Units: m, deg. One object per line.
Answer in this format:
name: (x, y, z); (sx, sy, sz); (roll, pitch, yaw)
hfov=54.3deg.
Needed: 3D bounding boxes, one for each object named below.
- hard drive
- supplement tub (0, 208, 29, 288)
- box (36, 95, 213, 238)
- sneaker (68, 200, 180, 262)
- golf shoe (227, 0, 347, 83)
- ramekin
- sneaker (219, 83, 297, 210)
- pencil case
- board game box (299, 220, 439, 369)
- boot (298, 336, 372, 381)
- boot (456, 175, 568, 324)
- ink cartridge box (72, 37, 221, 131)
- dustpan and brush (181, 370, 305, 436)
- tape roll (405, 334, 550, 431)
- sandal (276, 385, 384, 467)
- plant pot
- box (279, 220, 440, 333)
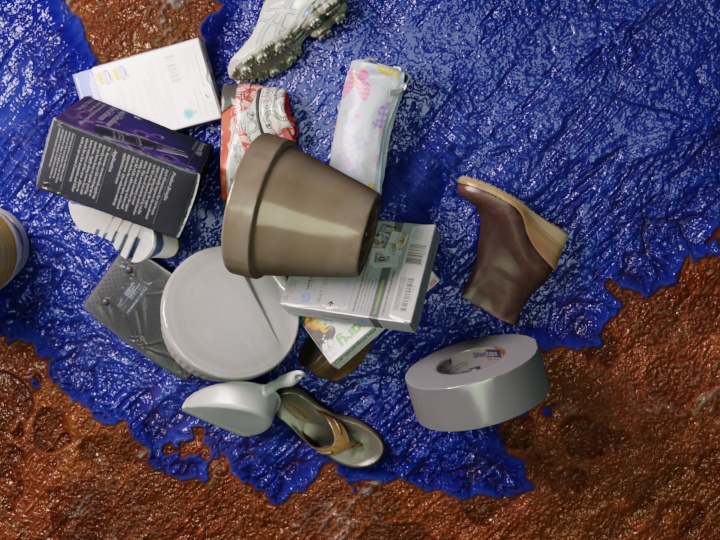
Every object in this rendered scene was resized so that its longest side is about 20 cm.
hard drive: (-0.315, 0.065, 1.101); (0.200, 0.042, 0.135); (37, 99, -5)
supplement tub: (-0.587, -0.025, 1.015); (0.144, 0.200, 0.145); (0, 99, 2)
box: (-0.322, -0.147, 0.985); (0.200, 0.148, 0.104); (19, 112, -14)
sneaker: (-0.342, -0.068, 1.064); (0.199, 0.115, 0.081); (36, 99, 26)
golf shoe: (-0.119, -0.355, 1.022); (0.200, 0.078, 0.097); (-35, 77, 4)
ramekin: (-0.198, 0.071, 1.033); (0.202, 0.094, 0.203); (10, 66, -24)
sneaker: (-0.149, -0.174, 1.044); (0.108, 0.067, 0.202); (1, 99, 1)
pencil case: (0.010, -0.204, 1.025); (0.091, 0.083, 0.200); (17, 101, 14)
board game box: (0.003, 0.034, 1.047); (0.200, 0.035, 0.126); (-42, 58, 2)
boot: (-0.003, 0.090, 1.096); (0.200, 0.074, 0.075); (-44, 125, 3)
boot: (0.196, -0.030, 1.053); (0.200, 0.072, 0.167); (32, 97, -7)
ink cartridge box: (-0.314, -0.260, 1.048); (0.200, 0.042, 0.120); (-15, 100, 2)
dustpan and brush: (-0.157, 0.194, 1.065); (0.200, 0.057, 0.139); (-20, 138, 39)
tape roll: (0.168, 0.159, 1.021); (0.200, 0.200, 0.066); (-18, 98, 5)
sandal: (-0.055, 0.254, 1.118); (0.200, 0.055, 0.082); (36, 99, -4)
plant pot: (-0.070, -0.070, 0.951); (0.173, 0.200, 0.200); (15, 100, 8)
box: (0.000, 0.000, 1.010); (0.200, 0.041, 0.156); (7, 65, 20)
